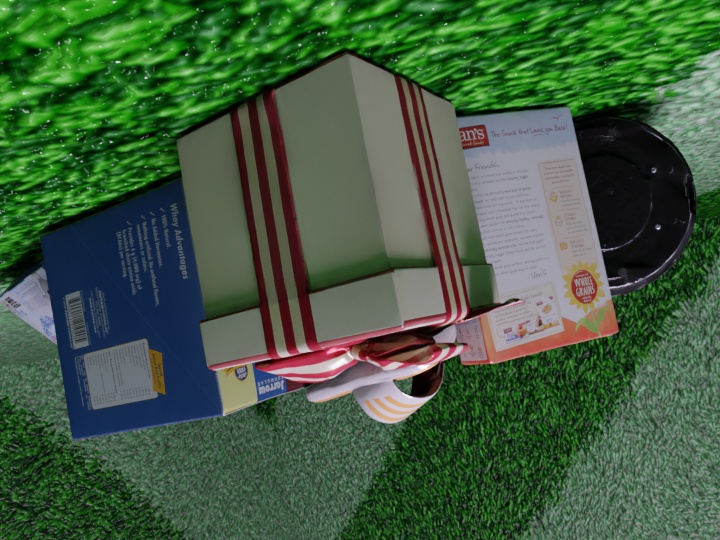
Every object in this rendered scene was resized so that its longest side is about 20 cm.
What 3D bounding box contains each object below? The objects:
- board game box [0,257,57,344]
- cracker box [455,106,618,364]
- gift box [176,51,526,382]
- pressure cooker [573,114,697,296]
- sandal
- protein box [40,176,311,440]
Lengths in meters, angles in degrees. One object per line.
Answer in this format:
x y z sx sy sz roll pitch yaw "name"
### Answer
-0.321 0.068 0.779 0.198 0.199 0.044 -16 -145 46 "board game box"
0.135 -0.032 0.558 0.131 0.205 0.058 -9 175 -19 "cracker box"
0.002 -0.021 0.471 0.182 0.191 0.198 -15 172 37 "gift box"
0.252 -0.055 0.689 0.172 0.183 0.200 -16 172 17 "pressure cooker"
0.024 0.098 0.564 0.079 0.060 0.206 -36 -177 -36 "sandal"
-0.178 0.039 0.623 0.197 0.203 0.134 -15 175 28 "protein box"
